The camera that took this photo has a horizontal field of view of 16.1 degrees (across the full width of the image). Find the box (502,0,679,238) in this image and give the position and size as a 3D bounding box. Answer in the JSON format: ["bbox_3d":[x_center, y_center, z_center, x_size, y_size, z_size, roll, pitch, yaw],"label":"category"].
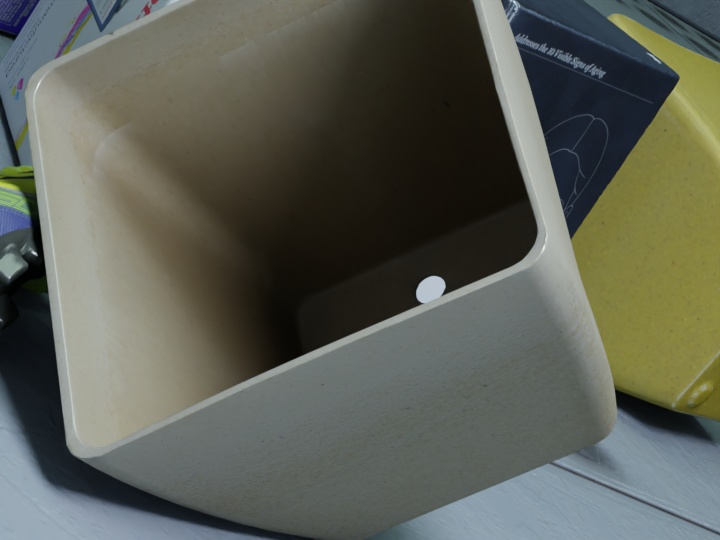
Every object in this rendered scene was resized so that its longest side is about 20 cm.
[{"bbox_3d":[0.048,-0.081,1.463,0.124,0.197,0.200,43,16,31],"label":"box"}]

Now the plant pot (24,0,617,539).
[{"bbox_3d":[0.000,0.000,1.047,0.177,0.200,0.200,49,22,-49],"label":"plant pot"}]

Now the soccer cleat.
[{"bbox_3d":[-0.157,-0.024,1.078,0.084,0.065,0.200,35,14,3],"label":"soccer cleat"}]

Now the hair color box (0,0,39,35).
[{"bbox_3d":[-0.257,-0.202,1.436,0.109,0.065,0.200,45,15,33],"label":"hair color box"}]

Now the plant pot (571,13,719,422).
[{"bbox_3d":[0.204,-0.010,1.632,0.195,0.194,0.200,15,30,-54],"label":"plant pot"}]

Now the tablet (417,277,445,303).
[{"bbox_3d":[-0.009,-0.048,1.360,0.200,0.130,0.014,41,12,21],"label":"tablet"}]

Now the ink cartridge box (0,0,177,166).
[{"bbox_3d":[-0.106,-0.106,1.296,0.087,0.145,0.200,27,16,-25],"label":"ink cartridge box"}]
